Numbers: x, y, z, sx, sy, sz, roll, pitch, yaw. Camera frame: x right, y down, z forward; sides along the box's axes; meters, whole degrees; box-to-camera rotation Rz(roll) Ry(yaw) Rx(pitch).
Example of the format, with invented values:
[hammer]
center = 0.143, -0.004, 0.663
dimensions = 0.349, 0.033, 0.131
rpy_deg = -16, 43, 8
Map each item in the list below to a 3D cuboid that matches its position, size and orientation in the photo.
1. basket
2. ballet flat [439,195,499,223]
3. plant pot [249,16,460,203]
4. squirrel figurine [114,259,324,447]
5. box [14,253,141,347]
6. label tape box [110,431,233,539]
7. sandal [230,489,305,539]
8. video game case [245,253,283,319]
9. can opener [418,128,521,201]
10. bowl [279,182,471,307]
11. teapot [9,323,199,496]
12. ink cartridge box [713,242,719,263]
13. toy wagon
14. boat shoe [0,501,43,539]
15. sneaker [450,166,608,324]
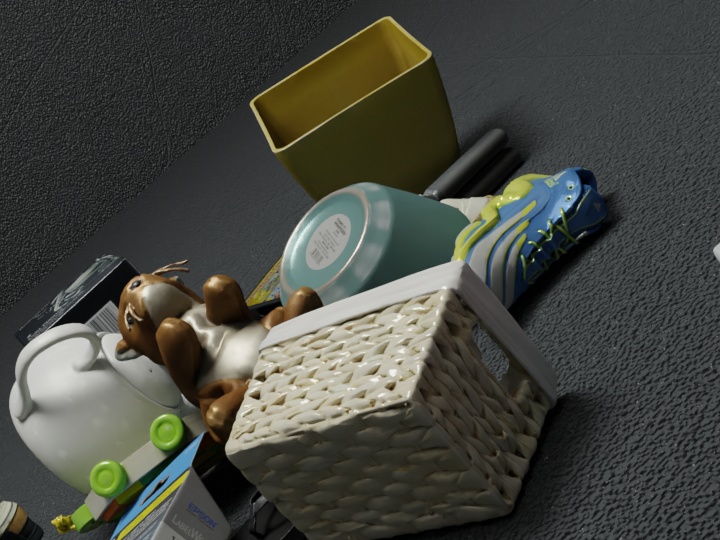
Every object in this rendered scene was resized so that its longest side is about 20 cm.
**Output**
[basket]
center = 0.018, 0.102, 0.801
dimensions = 0.199, 0.136, 0.124
rpy_deg = -22, 30, 38
[ballet flat]
center = 0.080, -0.033, 1.130
dimensions = 0.199, 0.071, 0.071
rpy_deg = -31, 19, 25
[plant pot]
center = 0.011, -0.150, 1.320
dimensions = 0.199, 0.177, 0.200
rpy_deg = -31, 29, 1
[squirrel figurine]
center = -0.124, 0.081, 0.990
dimensions = 0.186, 0.200, 0.142
rpy_deg = 20, 68, 28
[box]
center = -0.416, 0.084, 1.761
dimensions = 0.200, 0.124, 0.196
rpy_deg = -44, 16, -15
[label tape box]
center = -0.173, 0.248, 0.918
dimensions = 0.144, 0.063, 0.200
rpy_deg = -44, 12, 34
[sandal]
center = -0.047, 0.168, 0.936
dimensions = 0.200, 0.043, 0.076
rpy_deg = -48, 19, -24
[video game case]
center = -0.050, -0.020, 1.429
dimensions = 0.180, 0.026, 0.200
rpy_deg = -16, 30, 51
[can opener]
center = 0.088, -0.077, 1.241
dimensions = 0.200, 0.053, 0.067
rpy_deg = -44, 19, -16
[bowl]
center = 0.000, 0.000, 1.045
dimensions = 0.200, 0.105, 0.202
rpy_deg = -31, 41, 31
[teapot]
center = -0.259, 0.133, 1.183
dimensions = 0.146, 0.197, 0.200
rpy_deg = -48, 8, 8
[ink cartridge box]
center = 0.312, -0.017, 0.650
dimensions = 0.162, 0.050, 0.200
rpy_deg = -38, 14, 7
[toy wagon]
center = -0.200, 0.195, 1.072
dimensions = 0.200, 0.040, 0.155
rpy_deg = -38, -16, 2
[boat shoe]
center = -0.417, 0.341, 1.241
dimensions = 0.200, 0.062, 0.075
rpy_deg = -52, 20, 13
[sneaker]
center = 0.150, -0.035, 0.977
dimensions = 0.105, 0.076, 0.200
rpy_deg = -24, 23, 39
